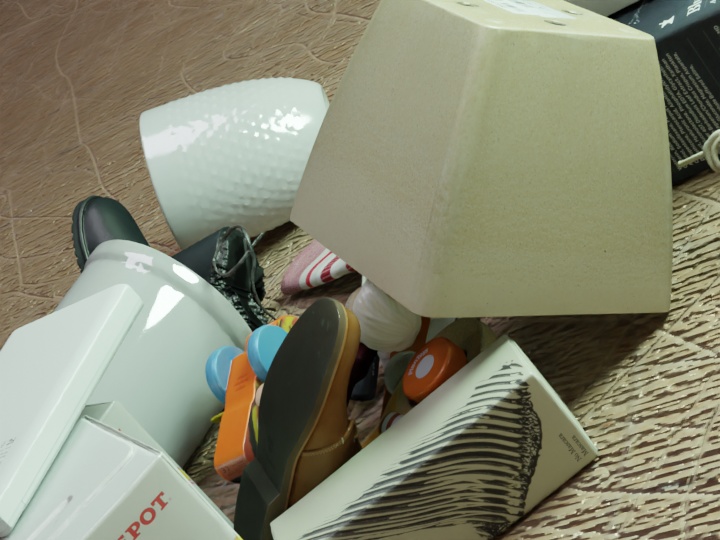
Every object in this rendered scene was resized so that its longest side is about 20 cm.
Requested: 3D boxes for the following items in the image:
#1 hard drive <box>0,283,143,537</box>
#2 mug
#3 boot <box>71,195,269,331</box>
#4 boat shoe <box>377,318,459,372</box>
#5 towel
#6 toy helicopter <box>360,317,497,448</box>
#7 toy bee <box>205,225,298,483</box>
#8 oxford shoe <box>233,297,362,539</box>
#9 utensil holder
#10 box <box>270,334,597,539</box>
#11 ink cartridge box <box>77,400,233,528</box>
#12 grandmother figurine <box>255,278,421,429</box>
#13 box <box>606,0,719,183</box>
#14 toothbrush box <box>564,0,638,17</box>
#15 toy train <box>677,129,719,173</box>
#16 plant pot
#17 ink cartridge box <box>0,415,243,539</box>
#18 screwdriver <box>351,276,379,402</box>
[{"bbox_3d":[-0.229,0.101,1.186,0.131,0.026,0.201,-22,30,39],"label":"hard drive"},{"bbox_3d":[-0.103,-0.108,1.760,0.173,0.149,0.200,-18,-5,5],"label":"mug"},{"bbox_3d":[-0.169,-0.003,1.643,0.167,0.076,0.202,-28,70,30],"label":"boot"},{"bbox_3d":[0.046,0.012,1.377,0.070,0.070,0.201,-25,25,30],"label":"boat shoe"},{"bbox_3d":[0.013,-0.048,1.563,0.144,0.023,0.199,-53,16,-25],"label":"towel"},{"bbox_3d":[0.021,0.109,1.246,0.200,0.079,0.133,-47,26,17],"label":"toy helicopter"},{"bbox_3d":[-0.058,0.076,1.415,0.130,0.108,0.202,-2,69,49],"label":"toy bee"},{"bbox_3d":[-0.027,0.106,1.179,0.072,0.070,0.202,-121,41,-52],"label":"oxford shoe"},{"bbox_3d":[-0.204,0.106,1.481,0.169,0.170,0.201,-10,40,51],"label":"utensil holder"},{"bbox_3d":[0.045,0.139,1.139,0.200,0.082,0.068,-41,23,4],"label":"box"},{"bbox_3d":[-0.190,0.189,1.259,0.125,0.200,0.129,-11,36,49],"label":"ink cartridge box"},{"bbox_3d":[-0.016,0.061,1.252,0.200,0.060,0.122,130,152,-53],"label":"grandmother figurine"},{"bbox_3d":[0.247,-0.174,1.343,0.199,0.118,0.198,-24,28,37],"label":"box"},{"bbox_3d":[0.204,-0.282,1.346,0.146,0.085,0.201,-23,29,38],"label":"toothbrush box"},{"bbox_3d":[0.279,-0.051,1.127,0.199,0.084,0.117,-21,43,39],"label":"toy train"},{"bbox_3d":[0.090,-0.088,1.198,0.198,0.179,0.200,-1,20,-28],"label":"plant pot"},{"bbox_3d":[-0.135,0.218,1.120,0.147,0.200,0.146,-46,23,-15],"label":"ink cartridge box"},{"bbox_3d":[0.000,0.000,1.386,0.028,0.029,0.203,156,114,-65],"label":"screwdriver"}]
